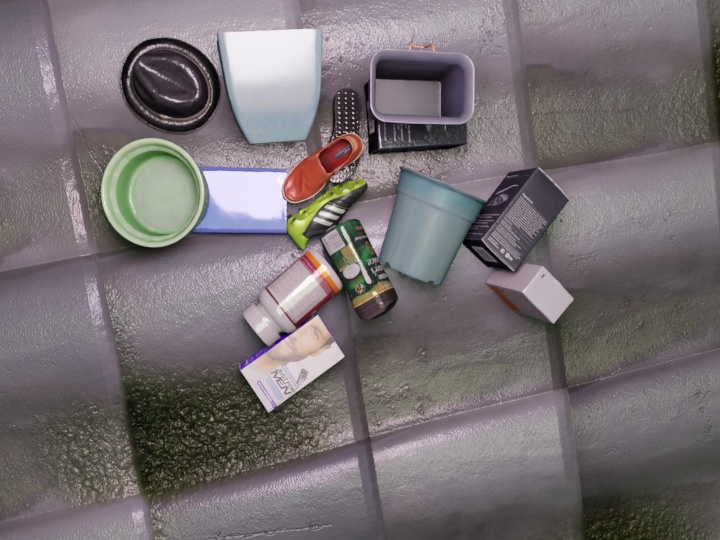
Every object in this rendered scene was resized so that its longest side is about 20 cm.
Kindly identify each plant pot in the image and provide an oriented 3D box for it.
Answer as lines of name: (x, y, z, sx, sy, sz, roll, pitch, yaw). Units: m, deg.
plant pot: (-0.175, -0.353, 1.296, 0.191, 0.196, 0.205, -6, 104, -11)
plant pot: (0.139, -0.088, 1.383, 0.196, 0.200, 0.200, 19, 99, -12)

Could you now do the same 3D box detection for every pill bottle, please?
pill bottle: (-0.141, 0.057, 1.368, 0.199, 0.109, 0.110, -41, 101, -6)

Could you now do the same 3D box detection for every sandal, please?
sandal: (-0.034, -0.280, 1.401, 0.074, 0.048, 0.205, 10, 83, -11)

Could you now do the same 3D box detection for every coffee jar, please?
coffee jar: (0.000, 0.000, 1.350, 0.084, 0.104, 0.203, -28, 86, 19)

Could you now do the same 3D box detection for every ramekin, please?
ramekin: (-0.391, -0.149, 1.292, 0.195, 0.098, 0.205, 0, 94, 0)

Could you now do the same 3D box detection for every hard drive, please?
hard drive: (-0.251, -0.146, 1.373, 0.195, 0.025, 0.135, 0, 94, -12)

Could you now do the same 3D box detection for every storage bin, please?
storage bin: (0.100, -0.345, 1.254, 0.195, 0.134, 0.149, -1, 95, -12)

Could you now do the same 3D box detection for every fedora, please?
fedora: (-0.373, -0.370, 1.296, 0.196, 0.092, 0.206, -1, 94, -12)

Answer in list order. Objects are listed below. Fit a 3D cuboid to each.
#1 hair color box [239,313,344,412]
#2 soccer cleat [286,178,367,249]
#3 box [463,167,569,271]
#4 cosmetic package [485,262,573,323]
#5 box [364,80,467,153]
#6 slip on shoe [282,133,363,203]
hair color box: (-0.145, 0.191, 1.401, 0.198, 0.065, 0.110, -36, 100, -9)
soccer cleat: (-0.064, -0.122, 1.400, 0.198, 0.067, 0.082, -33, 119, -8)
box: (0.328, -0.111, 1.433, 0.104, 0.148, 0.201, 40, 86, -11)
cosmetic package: (0.359, 0.042, 1.424, 0.101, 0.200, 0.071, 43, 85, -11)
box: (0.115, -0.328, 1.387, 0.195, 0.104, 0.152, -4, 95, -12)
slip on shoe: (-0.082, -0.208, 1.340, 0.198, 0.061, 0.075, -34, 91, 15)
